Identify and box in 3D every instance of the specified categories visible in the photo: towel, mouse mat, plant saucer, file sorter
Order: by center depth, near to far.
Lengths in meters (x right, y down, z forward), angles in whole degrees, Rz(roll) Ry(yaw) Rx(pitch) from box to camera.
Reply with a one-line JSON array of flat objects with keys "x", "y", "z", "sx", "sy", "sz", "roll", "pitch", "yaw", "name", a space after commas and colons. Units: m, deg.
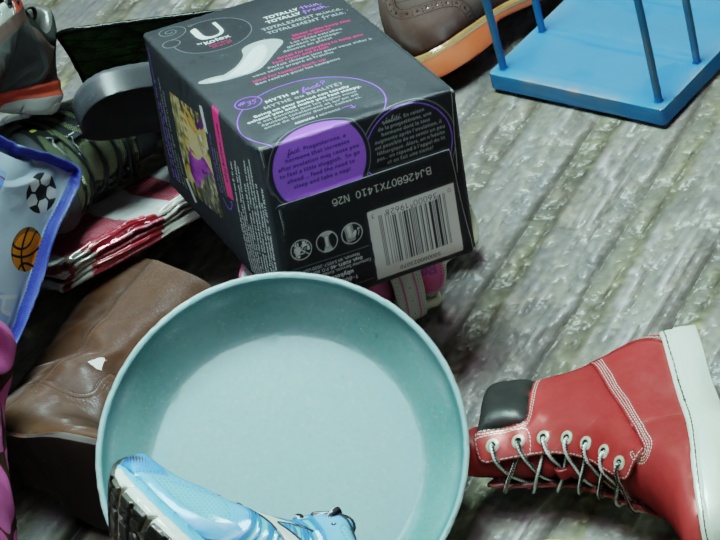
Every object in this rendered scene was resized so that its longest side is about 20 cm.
[{"x": -0.040, "y": 0.101, "z": 1.425, "sx": 0.199, "sy": 0.036, "sz": 0.201, "roll": -2, "pitch": 70, "yaw": 5, "name": "plant saucer"}, {"x": -0.130, "y": -0.047, "z": 1.699, "sx": 0.200, "sy": 0.023, "sz": 0.144, "roll": -31, "pitch": 15, "yaw": -19, "name": "towel"}, {"x": 0.186, "y": -0.210, "z": 1.747, "sx": 0.139, "sy": 0.123, "sz": 0.200, "roll": 16, "pitch": 46, "yaw": 37, "name": "file sorter"}, {"x": -0.112, "y": -0.148, "z": 1.759, "sx": 0.160, "sy": 0.008, "sz": 0.200, "roll": -7, "pitch": -5, "yaw": 0, "name": "mouse mat"}]

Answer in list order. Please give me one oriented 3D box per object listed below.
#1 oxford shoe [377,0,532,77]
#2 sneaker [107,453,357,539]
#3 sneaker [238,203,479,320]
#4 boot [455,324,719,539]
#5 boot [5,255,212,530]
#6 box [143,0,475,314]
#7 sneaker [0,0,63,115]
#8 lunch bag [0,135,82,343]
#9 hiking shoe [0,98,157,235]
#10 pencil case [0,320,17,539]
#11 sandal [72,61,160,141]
[{"x": 0.089, "y": -0.209, "z": 1.814, "sx": 0.071, "sy": 0.073, "sz": 0.200, "roll": -7, "pitch": 30, "yaw": 50, "name": "oxford shoe"}, {"x": -0.045, "y": 0.154, "z": 1.361, "sx": 0.200, "sy": 0.078, "sz": 0.090, "roll": 33, "pitch": 52, "yaw": 18, "name": "sneaker"}, {"x": 0.000, "y": 0.000, "z": 1.571, "sx": 0.088, "sy": 0.082, "sz": 0.200, "roll": 10, "pitch": 43, "yaw": 35, "name": "sneaker"}, {"x": 0.125, "y": 0.109, "z": 1.386, "sx": 0.144, "sy": 0.073, "sz": 0.200, "roll": -15, "pitch": 27, "yaw": 3, "name": "boot"}, {"x": -0.128, "y": 0.062, "z": 1.561, "sx": 0.186, "sy": 0.064, "sz": 0.200, "roll": 8, "pitch": 38, "yaw": 33, "name": "boot"}, {"x": -0.032, "y": -0.075, "z": 1.534, "sx": 0.122, "sy": 0.106, "sz": 0.200, "roll": -18, "pitch": 30, "yaw": -16, "name": "box"}, {"x": -0.240, "y": -0.137, "z": 1.630, "sx": 0.077, "sy": 0.082, "sz": 0.200, "roll": 8, "pitch": 7, "yaw": 13, "name": "sneaker"}, {"x": -0.279, "y": 0.008, "z": 1.587, "sx": 0.170, "sy": 0.124, "sz": 0.201, "roll": 11, "pitch": 82, "yaw": 56, "name": "lunch bag"}, {"x": -0.183, "y": -0.080, "z": 1.721, "sx": 0.100, "sy": 0.076, "sz": 0.200, "roll": -24, "pitch": 19, "yaw": -1, "name": "hiking shoe"}, {"x": -0.218, "y": 0.114, "z": 1.440, "sx": 0.091, "sy": 0.093, "sz": 0.201, "roll": -39, "pitch": 49, "yaw": 43, "name": "pencil case"}, {"x": -0.082, "y": -0.112, "z": 1.692, "sx": 0.200, "sy": 0.076, "sz": 0.043, "roll": -17, "pitch": 65, "yaw": -16, "name": "sandal"}]
